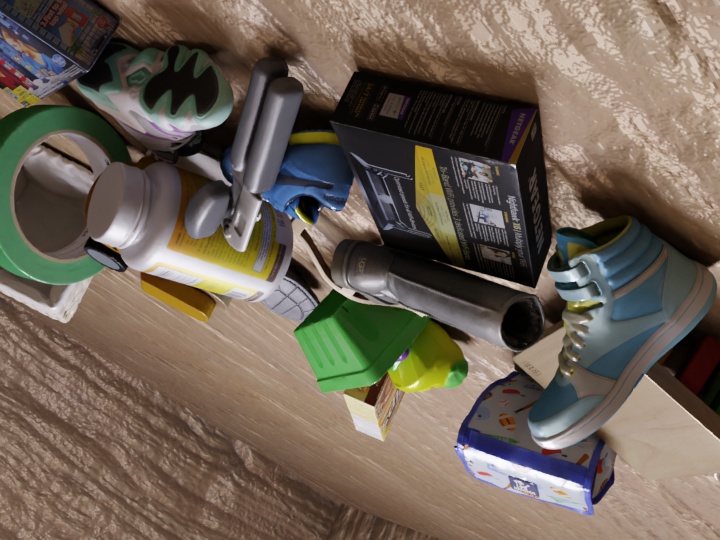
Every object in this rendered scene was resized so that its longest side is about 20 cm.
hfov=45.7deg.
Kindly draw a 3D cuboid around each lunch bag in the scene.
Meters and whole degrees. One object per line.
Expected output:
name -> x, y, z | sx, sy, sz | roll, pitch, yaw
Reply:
lunch bag -> 0.219, 0.209, 1.025 | 0.167, 0.127, 0.199 | 13, -174, 25

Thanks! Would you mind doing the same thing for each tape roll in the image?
tape roll -> -0.352, -0.088, 0.991 | 0.047, 0.204, 0.201 | 10, 155, 35

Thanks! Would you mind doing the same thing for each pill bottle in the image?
pill bottle -> -0.173, -0.042, 0.879 | 0.197, 0.112, 0.108 | 19, 168, -39

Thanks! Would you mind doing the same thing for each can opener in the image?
can opener -> -0.102, -0.093, 0.754 | 0.053, 0.066, 0.202 | 52, 135, 25

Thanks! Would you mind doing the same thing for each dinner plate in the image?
dinner plate -> -0.159, -0.093, 1.002 | 0.197, 0.025, 0.201 | 24, 161, 9

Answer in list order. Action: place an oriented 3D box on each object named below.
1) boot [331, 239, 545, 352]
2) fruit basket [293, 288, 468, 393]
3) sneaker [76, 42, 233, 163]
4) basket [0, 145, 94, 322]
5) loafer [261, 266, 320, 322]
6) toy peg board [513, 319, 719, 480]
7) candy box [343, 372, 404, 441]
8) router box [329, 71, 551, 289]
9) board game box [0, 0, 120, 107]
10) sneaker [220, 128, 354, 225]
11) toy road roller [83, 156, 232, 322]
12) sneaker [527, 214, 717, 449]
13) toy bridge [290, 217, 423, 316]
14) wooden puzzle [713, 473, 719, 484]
boot -> 0.089, 0.021, 0.833 | 0.196, 0.075, 0.181 | 11, -174, 31
fruit basket -> 0.036, 0.104, 1.088 | 0.214, 0.156, 0.217 | 36, 156, 19
sneaker -> -0.166, -0.145, 0.817 | 0.198, 0.079, 0.140 | 24, 164, 37
basket -> -0.464, -0.056, 1.226 | 0.197, 0.201, 0.161 | 26, 165, -4
loafer -> -0.127, -0.001, 1.162 | 0.071, 0.064, 0.199 | -32, 130, 32
toy peg board -> 0.282, 0.100, 0.855 | 0.198, 0.098, 0.200 | 41, 162, 5
candy box -> 0.029, 0.171, 1.281 | 0.054, 0.117, 0.201 | 21, 160, 15
router box -> 0.075, -0.070, 0.716 | 0.154, 0.053, 0.201 | 17, 158, 23
board game box -> -0.352, -0.253, 0.792 | 0.199, 0.063, 0.198 | 40, 156, -30
sneaker -> -0.078, -0.084, 0.818 | 0.065, 0.081, 0.198 | 2, 180, -39
toy road roller -> -0.218, -0.045, 0.977 | 0.197, 0.125, 0.146 | 29, 160, -6
sneaker -> 0.179, 0.041, 0.702 | 0.130, 0.201, 0.080 | 38, -171, -13
toy bridge -> 0.000, 0.000, 0.971 | 0.198, 0.027, 0.067 | 33, 118, -15
wooden puzzle -> 0.443, 0.156, 0.758 | 0.180, 0.047, 0.201 | 3, 158, -10
